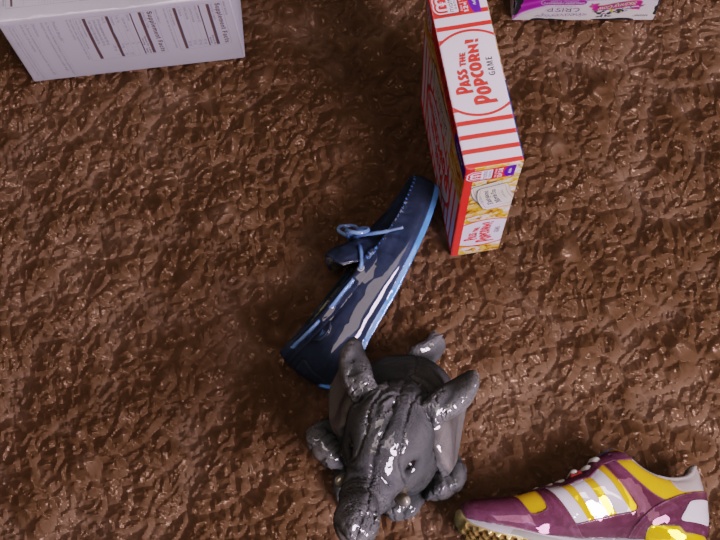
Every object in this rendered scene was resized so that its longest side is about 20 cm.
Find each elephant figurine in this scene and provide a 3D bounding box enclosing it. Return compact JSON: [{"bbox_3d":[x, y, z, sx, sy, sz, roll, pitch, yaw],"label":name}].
[{"bbox_3d":[0.028,0.117,0.837,0.141,0.200,0.155,-22,73,-5],"label":"elephant figurine"}]

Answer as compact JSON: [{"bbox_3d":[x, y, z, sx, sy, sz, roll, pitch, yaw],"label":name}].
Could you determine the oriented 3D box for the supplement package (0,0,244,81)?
[{"bbox_3d":[-0.212,-0.253,1.006,0.200,0.110,0.114,-6,72,0],"label":"supplement package"}]

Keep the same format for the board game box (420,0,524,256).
[{"bbox_3d":[0.086,-0.115,0.910,0.046,0.200,0.152,-10,72,-1],"label":"board game box"}]

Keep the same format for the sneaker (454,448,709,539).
[{"bbox_3d":[0.174,0.185,0.887,0.200,0.075,0.090,8,65,-3],"label":"sneaker"}]

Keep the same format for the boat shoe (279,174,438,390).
[{"bbox_3d":[0.000,0.000,0.935,0.069,0.084,0.200,29,73,-2],"label":"boat shoe"}]

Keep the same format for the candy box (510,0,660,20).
[{"bbox_3d":[0.206,-0.335,1.048,0.136,0.061,0.200,1,73,2],"label":"candy box"}]
